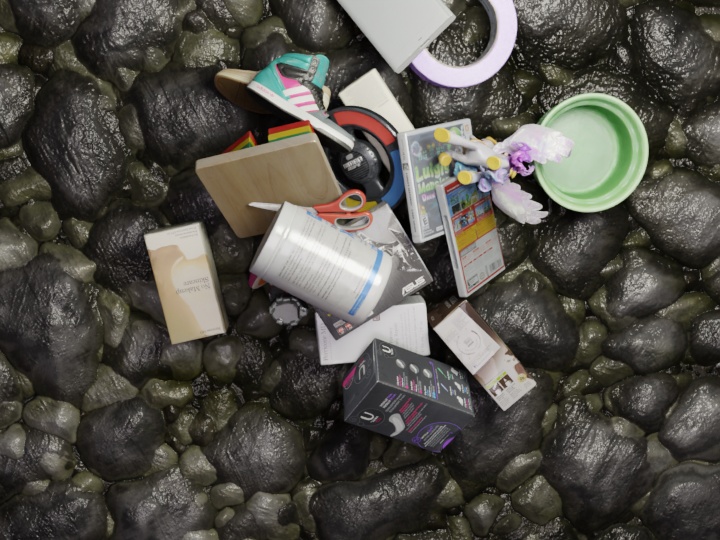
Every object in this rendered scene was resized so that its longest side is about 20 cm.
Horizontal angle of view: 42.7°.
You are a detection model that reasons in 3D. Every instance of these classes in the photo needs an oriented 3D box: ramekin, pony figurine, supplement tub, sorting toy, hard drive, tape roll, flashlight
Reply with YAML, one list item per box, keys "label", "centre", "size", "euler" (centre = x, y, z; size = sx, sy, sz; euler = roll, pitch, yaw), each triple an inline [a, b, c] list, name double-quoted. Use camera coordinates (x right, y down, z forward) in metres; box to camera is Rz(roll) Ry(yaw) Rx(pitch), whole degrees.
- label: "ramekin"
  centre: [0.388, -0.206, 1.603]
  size: [0.199, 0.098, 0.201]
  euler: [0, 100, -2]
- label: "pony figurine"
  centre: [0.227, -0.177, 1.512]
  size: [0.193, 0.200, 0.167]
  euler: [32, 113, 23]
- label: "supplement tub"
  centre: [-0.062, -0.010, 1.472]
  size: [0.199, 0.132, 0.132]
  euler: [28, 97, -10]
- label: "sorting toy"
  centre: [-0.142, -0.154, 1.505]
  size: [0.197, 0.200, 0.070]
  euler: [-12, 57, 9]
- label: "hard drive"
  centre: [0.048, -0.447, 1.530]
  size: [0.132, 0.026, 0.200]
  euler: [-42, 75, 18]
- label: "tape roll"
  centre: [0.164, -0.414, 1.574]
  size: [0.199, 0.066, 0.202]
  euler: [0, 100, -2]
- label: "flashlight"
  centre: [-0.129, 0.049, 1.570]
  size: [0.068, 0.200, 0.068]
  euler: [-45, 98, 6]

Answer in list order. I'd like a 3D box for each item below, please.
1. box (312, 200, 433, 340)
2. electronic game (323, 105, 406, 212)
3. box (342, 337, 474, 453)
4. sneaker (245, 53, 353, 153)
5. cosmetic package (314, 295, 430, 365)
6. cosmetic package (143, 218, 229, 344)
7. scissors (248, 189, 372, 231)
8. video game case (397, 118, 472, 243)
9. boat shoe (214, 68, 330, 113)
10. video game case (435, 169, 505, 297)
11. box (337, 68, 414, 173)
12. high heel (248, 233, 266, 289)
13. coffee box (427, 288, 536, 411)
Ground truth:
- label: "box"
  centre: [0.000, 0.000, 1.570]
  size: [0.199, 0.048, 0.159]
  euler: [-31, 103, 3]
- label: "electronic game"
  centre: [-0.002, -0.185, 1.571]
  size: [0.199, 0.042, 0.201]
  euler: [17, 127, 24]
- label: "box"
  centre: [0.082, 0.221, 1.616]
  size: [0.199, 0.106, 0.122]
  euler: [22, 127, -21]
- label: "sneaker"
  centre: [-0.074, -0.288, 1.511]
  size: [0.199, 0.084, 0.121]
  euler: [33, 81, 0]
- label: "cosmetic package"
  centre: [0.019, 0.107, 1.652]
  size: [0.199, 0.074, 0.102]
  euler: [-7, 100, -3]
- label: "cosmetic package"
  centre: [-0.305, 0.019, 1.622]
  size: [0.105, 0.071, 0.201]
  euler: [-14, 100, -1]
- label: "scissors"
  centre: [-0.080, -0.090, 1.509]
  size: [0.199, 0.014, 0.074]
  euler: [-7, 121, 0]
- label: "video game case"
  centre: [0.140, -0.156, 1.568]
  size: [0.023, 0.200, 0.183]
  euler: [-1, 103, 40]
- label: "boat shoe"
  centre: [-0.150, -0.312, 1.581]
  size: [0.199, 0.072, 0.065]
  euler: [14, 62, -1]
- label: "video game case"
  centre: [0.193, -0.072, 1.600]
  size: [0.017, 0.143, 0.201]
  euler: [-1, 110, 39]
- label: "box"
  centre: [0.047, -0.245, 1.595]
  size: [0.082, 0.068, 0.201]
  euler: [-33, 100, 3]
- label: "high heel"
  centre: [-0.162, -0.068, 1.629]
  size: [0.096, 0.067, 0.201]
  euler: [39, 111, 21]
- label: "coffee box"
  centre: [0.213, 0.139, 1.646]
  size: [0.080, 0.113, 0.200]
  euler: [-41, 100, 4]
